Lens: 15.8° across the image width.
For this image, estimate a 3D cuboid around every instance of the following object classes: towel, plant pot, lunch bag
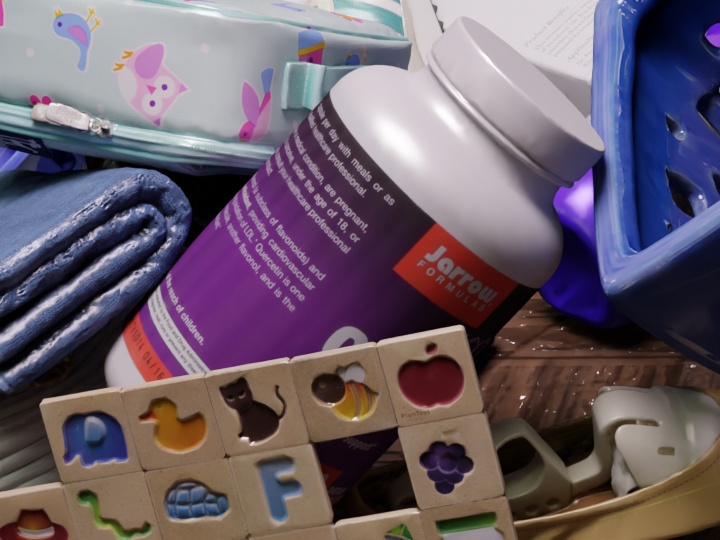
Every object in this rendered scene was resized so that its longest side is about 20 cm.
[{"bbox_3d":[-0.148,0.000,1.071,0.112,0.049,0.200,-37,17,-22],"label":"towel"},{"bbox_3d":[0.220,-0.048,1.014,0.200,0.180,0.200,-34,29,27],"label":"plant pot"},{"bbox_3d":[-0.071,-0.082,1.102,0.160,0.077,0.200,14,9,22],"label":"lunch bag"}]

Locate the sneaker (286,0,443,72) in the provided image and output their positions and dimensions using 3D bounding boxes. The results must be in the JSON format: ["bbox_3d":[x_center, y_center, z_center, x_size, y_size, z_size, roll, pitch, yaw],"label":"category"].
[{"bbox_3d":[-0.015,-0.109,1.233,0.093,0.200,0.070,-14,-17,-39],"label":"sneaker"}]

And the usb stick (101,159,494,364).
[{"bbox_3d":[-0.031,-0.009,1.182,0.200,0.033,0.055,30,47,19],"label":"usb stick"}]

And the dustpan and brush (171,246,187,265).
[{"bbox_3d":[-0.054,-0.009,1.244,0.140,0.057,0.200,-34,31,1],"label":"dustpan and brush"}]

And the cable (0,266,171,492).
[{"bbox_3d":[-0.152,0.066,1.142,0.200,0.069,0.200,-20,22,2],"label":"cable"}]

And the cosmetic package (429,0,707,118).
[{"bbox_3d":[0.087,-0.118,1.284,0.113,0.081,0.200,-38,39,-23],"label":"cosmetic package"}]

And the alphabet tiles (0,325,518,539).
[{"bbox_3d":[-0.038,0.115,0.980,0.200,0.167,0.008,-10,17,14],"label":"alphabet tiles"}]

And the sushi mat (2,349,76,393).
[{"bbox_3d":[-0.157,0.018,1.148,0.096,0.012,0.200,-18,21,10],"label":"sushi mat"}]

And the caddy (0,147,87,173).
[{"bbox_3d":[-0.176,-0.075,1.293,0.141,0.105,0.200,-45,6,9],"label":"caddy"}]

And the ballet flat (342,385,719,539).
[{"bbox_3d":[0.087,0.082,1.042,0.200,0.063,0.069,-19,36,1],"label":"ballet flat"}]

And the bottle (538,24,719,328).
[{"bbox_3d":[0.153,-0.061,1.175,0.065,0.084,0.200,21,54,42],"label":"bottle"}]

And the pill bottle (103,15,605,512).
[{"bbox_3d":[0.000,0.000,1.008,0.200,0.112,0.112,-47,34,14],"label":"pill bottle"}]
